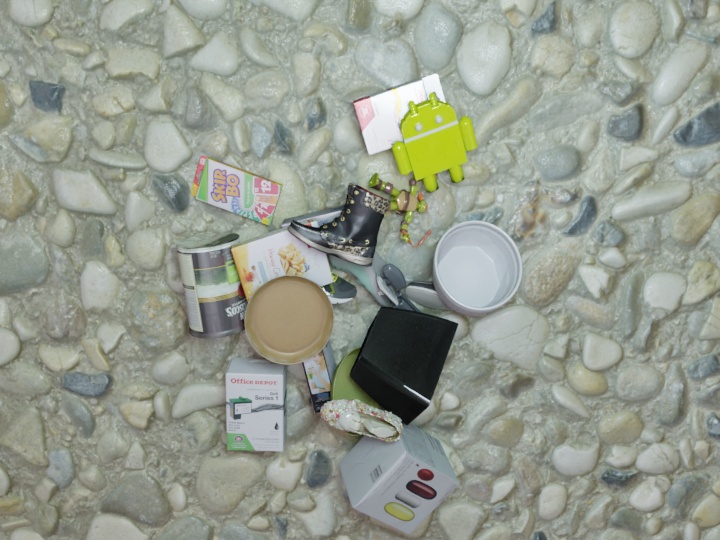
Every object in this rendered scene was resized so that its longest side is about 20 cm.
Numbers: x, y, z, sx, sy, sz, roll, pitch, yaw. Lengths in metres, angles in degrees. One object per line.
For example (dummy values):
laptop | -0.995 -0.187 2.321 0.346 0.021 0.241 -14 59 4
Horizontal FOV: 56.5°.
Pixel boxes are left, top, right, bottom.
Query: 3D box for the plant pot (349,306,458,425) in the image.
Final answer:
plant pot | 0.085 0.197 1.500 0.174 0.201 0.203 25 64 -1

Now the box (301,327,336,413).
box | -0.097 0.214 1.577 0.058 0.117 0.205 -10 107 6

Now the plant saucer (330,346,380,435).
plant saucer | -0.012 0.282 1.575 0.030 0.199 0.206 0 109 36

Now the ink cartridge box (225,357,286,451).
ink cartridge box | -0.251 0.324 1.622 0.141 0.085 0.206 1 106 -1

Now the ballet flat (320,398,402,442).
ballet flat | 0.008 0.332 1.477 0.195 0.064 0.078 14 104 -15

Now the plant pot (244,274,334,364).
plant pot | -0.155 0.105 1.462 0.194 0.028 0.206 -2 106 -8

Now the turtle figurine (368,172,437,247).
turtle figurine | 0.093 -0.165 1.493 0.157 0.064 0.206 13 93 -25

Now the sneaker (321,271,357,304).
sneaker | -0.097 0.011 1.536 0.195 0.075 0.086 18 114 -5

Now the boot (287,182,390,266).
boot | -0.041 -0.109 1.403 0.195 0.073 0.154 21 101 -9

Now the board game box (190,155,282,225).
board game box | -0.282 -0.182 1.515 0.195 0.030 0.098 20 104 -3

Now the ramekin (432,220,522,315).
ramekin | 0.250 0.003 1.487 0.194 0.105 0.206 1 73 -4

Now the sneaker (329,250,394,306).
sneaker | 0.000 -0.001 1.553 0.116 0.074 0.203 2 135 38

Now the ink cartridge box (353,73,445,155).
ink cartridge box | 0.093 -0.339 1.447 0.195 0.068 0.119 -18 106 4

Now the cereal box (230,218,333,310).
cereal box | -0.170 -0.014 1.463 0.195 0.040 0.147 -19 108 -7

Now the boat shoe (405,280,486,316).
boat shoe | 0.203 0.052 1.559 0.194 0.074 0.062 12 63 7

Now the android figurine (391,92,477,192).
android figurine | 0.155 -0.271 1.417 0.177 0.041 0.204 -17 117 4

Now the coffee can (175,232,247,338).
coffee can | -0.329 0.031 1.510 0.142 0.147 0.206 -5 105 2

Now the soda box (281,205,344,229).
soda box | -0.077 -0.102 1.513 0.194 0.068 0.065 -13 104 4

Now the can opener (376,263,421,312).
can opener | 0.098 0.068 1.528 0.065 0.053 0.201 -27 129 16

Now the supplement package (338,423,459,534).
supplement package | 0.091 0.484 1.602 0.198 0.148 0.192 34 105 -30
